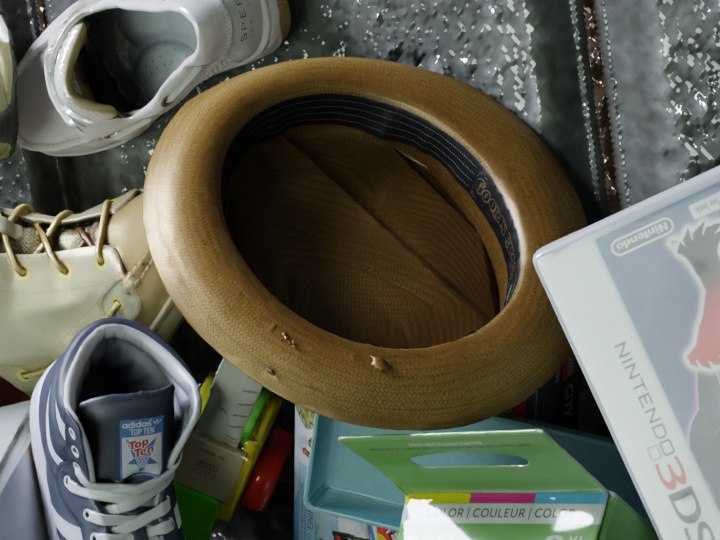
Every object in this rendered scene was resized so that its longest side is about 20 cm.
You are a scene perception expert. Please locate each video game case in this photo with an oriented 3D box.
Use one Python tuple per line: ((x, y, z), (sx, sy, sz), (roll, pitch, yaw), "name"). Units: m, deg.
((0.191, 0.036, 1.002), (0.199, 0.023, 0.183), (-25, 90, 16), "video game case")

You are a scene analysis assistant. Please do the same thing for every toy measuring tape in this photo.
((-0.058, 0.062, 1.234), (0.074, 0.073, 0.201), (45, 145, 17), "toy measuring tape")

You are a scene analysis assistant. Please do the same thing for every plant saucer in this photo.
((0.075, 0.094, 1.136), (0.198, 0.019, 0.070), (13, 118, 8), "plant saucer")

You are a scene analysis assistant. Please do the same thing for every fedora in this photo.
((0.000, 0.000, 1.112), (0.200, 0.200, 0.082), (41, 146, 20), "fedora")

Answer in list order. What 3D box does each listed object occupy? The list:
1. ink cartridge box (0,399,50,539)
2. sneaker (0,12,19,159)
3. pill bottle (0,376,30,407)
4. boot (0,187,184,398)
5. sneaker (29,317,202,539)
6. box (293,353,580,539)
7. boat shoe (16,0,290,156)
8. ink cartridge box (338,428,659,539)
((-0.230, 0.174, 1.259), (0.198, 0.145, 0.146), (-16, 109, 11), "ink cartridge box")
((-0.239, -0.105, 1.298), (0.200, 0.088, 0.077), (36, 133, 41), "sneaker")
((-0.228, 0.080, 1.370), (0.112, 0.112, 0.201), (-23, 94, 43), "pill bottle")
((-0.157, -0.015, 1.254), (0.155, 0.073, 0.200), (24, 136, -13), "boot")
((-0.101, 0.119, 1.180), (0.109, 0.070, 0.201), (129, 127, -62), "sneaker")
((0.032, 0.107, 1.212), (0.136, 0.038, 0.202), (18, 118, 34), "box")
((-0.119, -0.098, 1.232), (0.199, 0.069, 0.071), (-25, 94, 47), "boat shoe")
((0.079, 0.136, 1.081), (0.103, 0.060, 0.200), (-3, 149, 38), "ink cartridge box")
